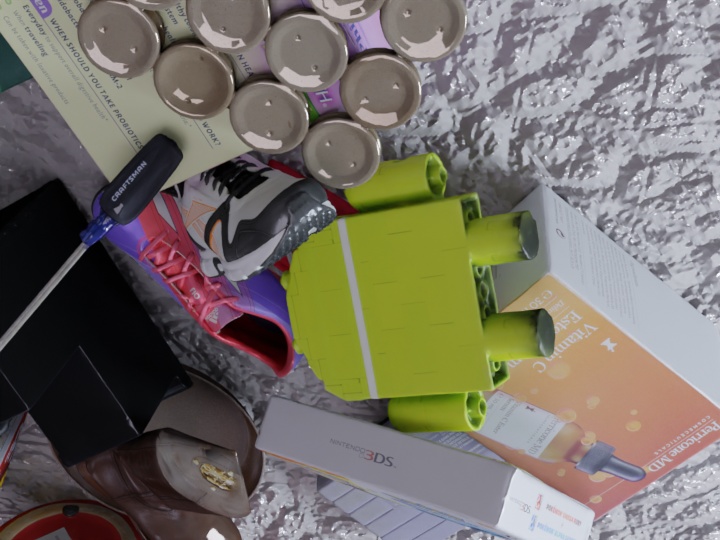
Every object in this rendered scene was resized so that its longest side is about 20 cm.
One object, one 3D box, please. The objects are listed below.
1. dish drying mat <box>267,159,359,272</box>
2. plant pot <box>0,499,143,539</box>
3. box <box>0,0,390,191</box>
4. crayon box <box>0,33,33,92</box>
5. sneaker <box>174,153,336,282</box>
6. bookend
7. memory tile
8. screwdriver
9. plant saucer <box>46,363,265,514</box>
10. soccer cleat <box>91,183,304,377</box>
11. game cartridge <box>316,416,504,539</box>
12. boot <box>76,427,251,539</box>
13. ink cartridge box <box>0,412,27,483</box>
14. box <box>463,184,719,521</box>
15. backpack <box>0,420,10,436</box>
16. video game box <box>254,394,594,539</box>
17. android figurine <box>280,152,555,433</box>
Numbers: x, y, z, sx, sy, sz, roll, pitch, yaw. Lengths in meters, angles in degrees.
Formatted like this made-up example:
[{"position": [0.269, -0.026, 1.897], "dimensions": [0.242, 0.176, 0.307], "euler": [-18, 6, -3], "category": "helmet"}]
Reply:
[{"position": [0.000, 0.000, 0.763], "dimensions": [0.199, 0.018, 0.078], "euler": [34, 117, 23], "category": "dish drying mat"}, {"position": [-0.264, 0.330, 1.002], "dimensions": [0.196, 0.201, 0.186], "euler": [5, 120, 3], "category": "plant pot"}, {"position": [-0.106, -0.167, 0.671], "dimensions": [0.197, 0.097, 0.177], "euler": [-20, 122, 22], "category": "box"}, {"position": [-0.309, -0.162, 0.723], "dimensions": [0.197, 0.059, 0.120], "euler": [-19, 122, 20], "category": "crayon box"}, {"position": [-0.081, -0.042, 0.701], "dimensions": [0.081, 0.073, 0.199], "euler": [63, 157, -10], "category": "sneaker"}, {"position": [-0.236, 0.071, 0.778], "dimensions": [0.091, 0.200, 0.202], "euler": [-24, 110, 20], "category": "bookend"}, {"position": [-0.053, -0.139, 0.615], "dimensions": [0.197, 0.017, 0.154], "euler": [25, 126, -13], "category": "memory tile"}, {"position": [-0.183, -0.007, 0.665], "dimensions": [0.200, 0.028, 0.029], "euler": [-45, 107, -2], "category": "screwdriver"}, {"position": [-0.179, 0.147, 0.955], "dimensions": [0.196, 0.032, 0.203], "euler": [3, 126, 4], "category": "plant saucer"}, {"position": [-0.119, 0.005, 0.814], "dimensions": [0.199, 0.074, 0.068], "euler": [35, 124, -18], "category": "soccer cleat"}, {"position": [0.069, 0.169, 0.940], "dimensions": [0.129, 0.039, 0.199], "euler": [42, 121, -18], "category": "game cartridge"}, {"position": [-0.126, 0.188, 0.865], "dimensions": [0.186, 0.065, 0.199], "euler": [38, 149, -24], "category": "boot"}, {"position": [-0.374, 0.227, 0.931], "dimensions": [0.083, 0.202, 0.177], "euler": [22, 126, -11], "category": "ink cartridge box"}, {"position": [0.156, 0.066, 0.805], "dimensions": [0.199, 0.107, 0.152], "euler": [35, 123, -18], "category": "box"}, {"position": [-0.368, 0.043, 0.840], "dimensions": [0.164, 0.128, 0.202], "euler": [-7, 128, 11], "category": "backpack"}, {"position": [0.051, 0.153, 0.782], "dimensions": [0.197, 0.048, 0.182], "euler": [11, 163, 33], "category": "video game box"}, {"position": [0.029, 0.020, 0.714], "dimensions": [0.197, 0.041, 0.186], "euler": [-10, 95, 33], "category": "android figurine"}]
